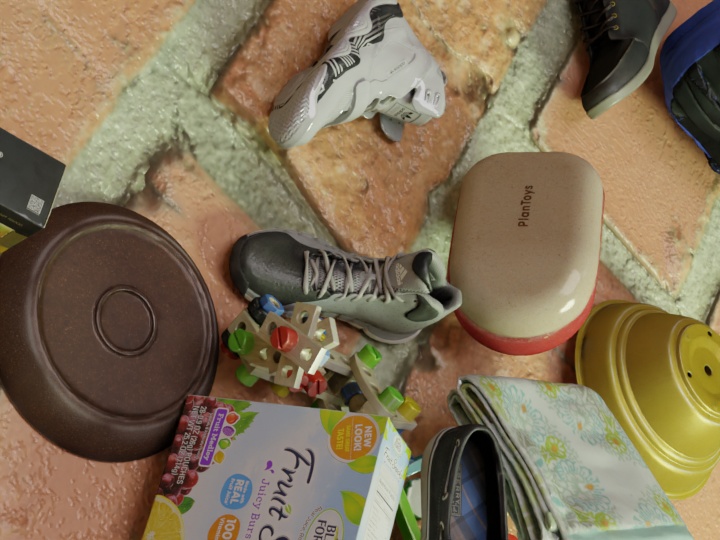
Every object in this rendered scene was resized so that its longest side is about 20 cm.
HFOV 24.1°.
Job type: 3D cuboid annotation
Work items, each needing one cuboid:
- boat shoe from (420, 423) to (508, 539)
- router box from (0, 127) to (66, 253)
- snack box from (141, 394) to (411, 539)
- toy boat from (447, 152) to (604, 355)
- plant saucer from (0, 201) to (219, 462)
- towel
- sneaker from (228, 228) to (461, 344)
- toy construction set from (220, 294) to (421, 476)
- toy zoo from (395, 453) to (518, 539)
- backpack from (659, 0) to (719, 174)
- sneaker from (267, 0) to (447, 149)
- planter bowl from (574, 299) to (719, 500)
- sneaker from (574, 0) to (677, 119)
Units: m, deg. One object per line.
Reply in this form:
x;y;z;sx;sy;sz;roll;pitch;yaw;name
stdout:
0.084;0.209;1.238;0.069;0.066;0.202;10;68;-21;boat shoe
-0.318;-0.073;1.109;0.199;0.157;0.053;30;58;-27;router box
-0.069;0.198;1.212;0.068;0.167;0.201;58;42;-55;snack box
0.149;-0.002;1.491;0.131;0.129;0.201;78;18;-44;toy boat
-0.182;0.041;1.265;0.199;0.034;0.202;14;68;-37;plant saucer
0.172;0.162;1.376;0.199;0.048;0.172;11;43;-46;towel
0.000;0.000;1.371;0.199;0.115;0.076;16;66;-35;sneaker
-0.035;0.083;1.301;0.131;0.092;0.200;55;4;37;toy construction set
0.094;0.206;1.408;0.199;0.020;0.132;-22;90;-25;toy zoo
0.401;-0.188;1.735;0.200;0.162;0.168;35;28;-25;backpack
0.006;-0.149;1.449;0.115;0.075;0.200;45;49;-15;sneaker
0.298;0.106;1.580;0.200;0.083;0.202;24;52;-34;planter bowl
0.239;-0.238;1.678;0.106;0.075;0.200;45;44;-13;sneaker
